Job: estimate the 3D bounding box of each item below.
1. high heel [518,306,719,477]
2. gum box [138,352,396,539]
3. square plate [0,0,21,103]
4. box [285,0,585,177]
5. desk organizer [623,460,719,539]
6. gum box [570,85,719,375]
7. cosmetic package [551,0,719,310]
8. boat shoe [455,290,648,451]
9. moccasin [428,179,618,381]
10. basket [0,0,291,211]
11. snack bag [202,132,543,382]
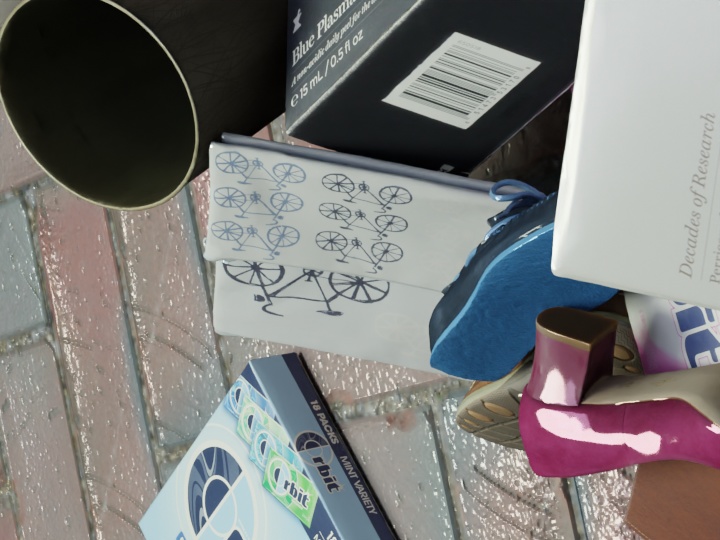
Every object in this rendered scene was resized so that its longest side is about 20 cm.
[{"bbox_3d":[0.169,0.092,1.334,0.199,0.067,0.097,26,127,36],"label":"high heel"},{"bbox_3d":[-0.064,0.184,1.760,0.200,0.044,0.171,-54,55,42],"label":"gum box"},{"bbox_3d":[-0.194,-0.220,1.729,0.028,0.200,0.200,8,104,31],"label":"square plate"},{"bbox_3d":[0.053,-0.185,1.427,0.197,0.117,0.201,-41,40,48],"label":"box"},{"bbox_3d":[0.230,0.142,1.350,0.200,0.071,0.077,38,128,42],"label":"desk organizer"},{"bbox_3d":[0.187,-0.039,1.372,0.113,0.066,0.202,-23,79,53],"label":"gum box"},{"bbox_3d":[0.214,-0.075,1.194,0.199,0.167,0.168,12,110,20],"label":"cosmetic package"},{"bbox_3d":[0.117,0.049,1.490,0.200,0.075,0.072,-39,32,58],"label":"boat shoe"},{"bbox_3d":[0.086,-0.009,1.391,0.200,0.080,0.069,-39,37,51],"label":"moccasin"},{"bbox_3d":[-0.087,-0.139,1.530,0.180,0.200,0.137,-6,112,49],"label":"basket"},{"bbox_3d":[0.000,0.000,1.503,0.201,0.187,0.022,100,-179,-55],"label":"snack bag"}]
